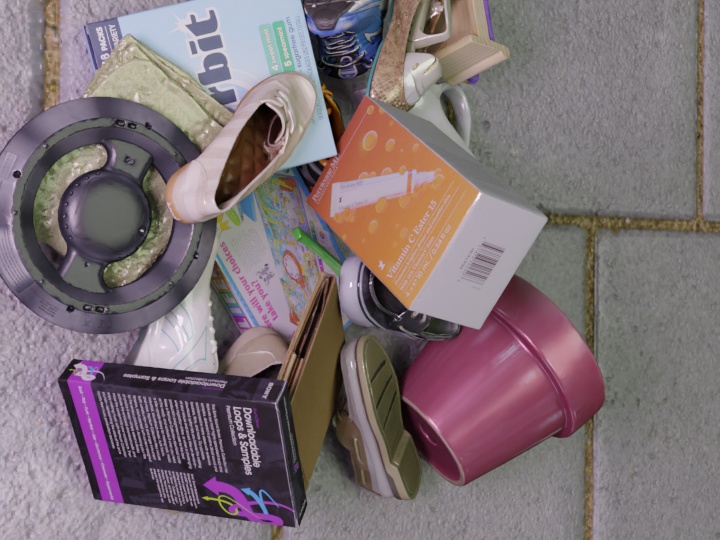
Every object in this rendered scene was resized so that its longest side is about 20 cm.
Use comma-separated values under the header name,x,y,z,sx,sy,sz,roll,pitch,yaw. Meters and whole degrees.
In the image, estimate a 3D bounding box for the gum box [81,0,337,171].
name,x,y,z,sx,sy,sz,roll,pitch,yaw
gum box,-0.137,-0.165,1.102,0.199,0.045,0.171,-17,102,-16

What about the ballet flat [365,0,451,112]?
name,x,y,z,sx,sy,sz,roll,pitch,yaw
ballet flat,0.054,-0.225,1.191,0.071,0.065,0.201,44,55,-62

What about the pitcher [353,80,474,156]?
name,x,y,z,sx,sy,sz,roll,pitch,yaw
pitcher,0.086,-0.111,1.294,0.171,0.121,0.201,-14,87,-48

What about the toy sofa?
name,x,y,z,sx,sy,sz,roll,pitch,yaw
toy sofa,0.107,-0.308,1.290,0.097,0.083,0.201,9,68,-44

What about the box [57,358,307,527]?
name,x,y,z,sx,sy,sz,roll,pitch,yaw
box,-0.150,0.148,1.019,0.036,0.199,0.144,-63,154,-51

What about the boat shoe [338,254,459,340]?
name,x,y,z,sx,sy,sz,roll,pitch,yaw
boat shoe,0.044,0.026,1.177,0.200,0.070,0.073,25,69,-62

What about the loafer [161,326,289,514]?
name,x,y,z,sx,sy,sz,roll,pitch,yaw
loafer,-0.129,0.144,1.122,0.076,0.068,0.201,36,82,-33

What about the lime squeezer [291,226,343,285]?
name,x,y,z,sx,sy,sz,roll,pitch,yaw
lime squeezer,0.000,0.000,1.231,0.200,0.038,0.071,6,42,-56

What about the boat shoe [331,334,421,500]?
name,x,y,z,sx,sy,sz,roll,pitch,yaw
boat shoe,0.005,0.156,1.226,0.075,0.068,0.201,-55,137,-52

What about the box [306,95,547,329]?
name,x,y,z,sx,sy,sz,roll,pitch,yaw
box,0.057,-0.057,1.109,0.097,0.200,0.125,17,110,-41

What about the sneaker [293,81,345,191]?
name,x,y,z,sx,sy,sz,roll,pitch,yaw
sneaker,-0.063,-0.175,1.188,0.078,0.077,0.201,-40,113,-30

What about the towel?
name,x,y,z,sx,sy,sz,roll,pitch,yaw
towel,-0.206,-0.090,1.048,0.148,0.036,0.200,38,84,-19

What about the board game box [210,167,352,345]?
name,x,y,z,sx,sy,sz,roll,pitch,yaw
board game box,-0.085,-0.006,1.197,0.134,0.034,0.201,-42,115,-32

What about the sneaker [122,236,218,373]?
name,x,y,z,sx,sy,sz,roll,pitch,yaw
sneaker,-0.166,0.059,1.100,0.080,0.070,0.201,23,81,-19

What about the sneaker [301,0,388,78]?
name,x,y,z,sx,sy,sz,roll,pitch,yaw
sneaker,-0.009,-0.237,1.187,0.200,0.078,0.090,-36,127,-74

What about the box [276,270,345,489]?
name,x,y,z,sx,sy,sz,roll,pitch,yaw
box,-0.049,0.118,1.132,0.200,0.021,0.164,83,23,-61

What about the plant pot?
name,x,y,z,sx,sy,sz,roll,pitch,yaw
plant pot,0.135,0.129,1.294,0.179,0.200,0.201,-37,114,-16

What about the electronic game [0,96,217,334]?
name,x,y,z,sx,sy,sz,roll,pitch,yaw
electronic game,-0.217,-0.046,1.008,0.199,0.042,0.202,-2,94,-27

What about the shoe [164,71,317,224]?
name,x,y,z,sx,sy,sz,roll,pitch,yaw
shoe,-0.090,-0.109,1.037,0.200,0.053,0.070,-52,120,-35
